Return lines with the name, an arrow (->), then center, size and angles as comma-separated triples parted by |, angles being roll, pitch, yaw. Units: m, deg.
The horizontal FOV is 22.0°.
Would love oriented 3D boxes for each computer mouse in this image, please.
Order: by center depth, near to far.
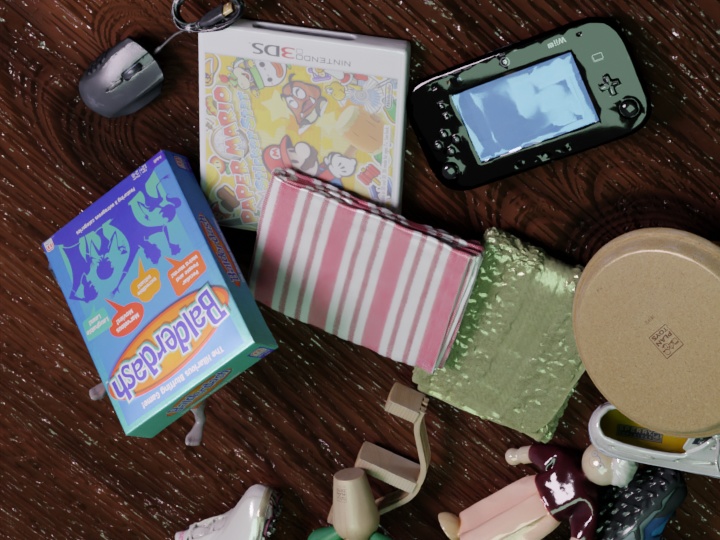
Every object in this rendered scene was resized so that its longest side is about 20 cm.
computer mouse -> -0.171, -0.182, 1.554 | 0.199, 0.034, 0.059 | -32, 104, 38

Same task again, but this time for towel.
towel -> 0.000, 0.000, 1.627 | 0.198, 0.030, 0.147 | 22, 129, 6
towel -> 0.138, 0.060, 1.657 | 0.147, 0.037, 0.201 | 22, 127, 0

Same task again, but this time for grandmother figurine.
grandmother figurine -> 0.175, 0.214, 1.717 | 0.199, 0.060, 0.122 | -35, 79, 16

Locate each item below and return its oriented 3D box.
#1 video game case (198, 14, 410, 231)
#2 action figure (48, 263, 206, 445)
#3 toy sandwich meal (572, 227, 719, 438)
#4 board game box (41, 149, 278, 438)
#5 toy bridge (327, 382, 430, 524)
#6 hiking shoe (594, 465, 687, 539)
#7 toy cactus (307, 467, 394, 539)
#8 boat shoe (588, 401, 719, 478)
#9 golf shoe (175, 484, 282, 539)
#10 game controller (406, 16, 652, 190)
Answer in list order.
video game case -> -0.051, -0.116, 1.593 | 0.180, 0.023, 0.202 | 9, 125, 9
action figure -> -0.196, 0.041, 1.714 | 0.199, 0.104, 0.195 | 31, 122, 23
toy sandwich meal -> 0.275, 0.048, 1.549 | 0.203, 0.070, 0.207 | 14, 116, 29
board game box -> -0.178, 0.021, 1.614 | 0.152, 0.045, 0.201 | -36, 69, 19
toy bridge -> 0.028, 0.190, 1.767 | 0.067, 0.027, 0.201 | 23, 132, -2
hiking shoe -> 0.247, 0.271, 1.736 | 0.086, 0.075, 0.201 | 33, 105, -20
toy cactus -> -0.007, 0.273, 1.764 | 0.199, 0.102, 0.167 | 11, 115, 48
boat shoe -> 0.301, 0.141, 1.626 | 0.199, 0.086, 0.076 | 7, 81, 7
golf shoe -> -0.143, 0.282, 1.856 | 0.091, 0.073, 0.201 | 26, 126, -3
game controller -> 0.137, -0.137, 1.520 | 0.198, 0.042, 0.105 | -19, 117, 24
